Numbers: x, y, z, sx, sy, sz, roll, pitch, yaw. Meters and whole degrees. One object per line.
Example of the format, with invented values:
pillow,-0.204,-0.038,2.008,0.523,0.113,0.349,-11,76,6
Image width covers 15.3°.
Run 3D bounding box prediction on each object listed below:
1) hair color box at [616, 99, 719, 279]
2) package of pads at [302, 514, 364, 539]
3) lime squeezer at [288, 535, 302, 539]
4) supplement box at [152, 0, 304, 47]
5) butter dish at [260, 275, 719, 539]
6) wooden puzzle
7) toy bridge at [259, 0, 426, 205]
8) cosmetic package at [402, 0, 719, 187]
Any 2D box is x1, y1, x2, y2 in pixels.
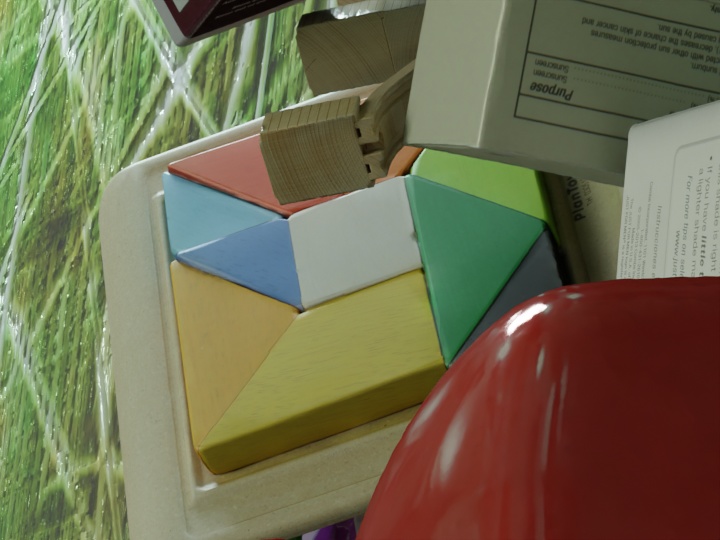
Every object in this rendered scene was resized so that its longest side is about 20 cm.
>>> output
hair color box,0.134,0.002,0.669,0.200,0.060,0.100,167,109,-68
package of pads,0.013,0.143,0.902,0.200,0.076,0.121,-99,27,-42
lime squeezer,-0.040,0.151,0.876,0.071,0.038,0.200,-168,89,-68
supplement box,-0.026,-0.160,0.824,0.109,0.061,0.200,63,153,6
butter dish,0.041,0.089,0.581,0.200,0.148,0.200,116,162,-59
wooden puzzle,0.000,0.000,0.901,0.200,0.037,0.185,-23,46,13
toy bridge,0.013,-0.078,0.896,0.200,0.067,0.027,-74,-29,-65
cosmetic package,0.086,-0.125,0.800,0.073,0.103,0.200,-167,88,-71
